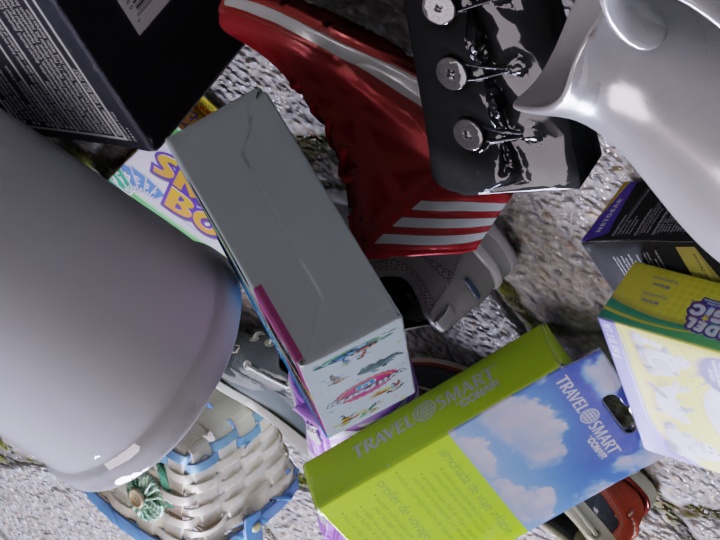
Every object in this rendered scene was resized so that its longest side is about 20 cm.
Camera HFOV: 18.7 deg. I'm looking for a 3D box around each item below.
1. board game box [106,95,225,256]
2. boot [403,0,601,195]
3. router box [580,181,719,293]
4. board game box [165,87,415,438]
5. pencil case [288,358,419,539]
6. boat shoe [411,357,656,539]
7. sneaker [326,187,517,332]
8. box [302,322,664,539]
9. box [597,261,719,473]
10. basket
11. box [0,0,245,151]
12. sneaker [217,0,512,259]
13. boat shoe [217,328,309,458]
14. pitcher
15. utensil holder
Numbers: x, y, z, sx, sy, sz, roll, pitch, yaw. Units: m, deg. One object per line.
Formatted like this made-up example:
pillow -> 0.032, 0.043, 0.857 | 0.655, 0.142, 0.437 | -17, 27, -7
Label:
board game box -> -0.115, -0.051, 1.475 | 0.096, 0.030, 0.200 | 42, 149, -7
boot -> 0.031, -0.136, 1.113 | 0.165, 0.066, 0.200 | 11, 134, 39
router box -> 0.233, 0.038, 1.176 | 0.157, 0.052, 0.200 | 0, 134, 49
board game box -> -0.034, 0.002, 1.217 | 0.148, 0.064, 0.200 | 60, 177, 15
pencil case -> 0.000, 0.115, 1.433 | 0.084, 0.086, 0.200 | 21, 151, 22
boat shoe -> 0.097, 0.125, 1.449 | 0.200, 0.063, 0.071 | 29, 152, 18
sneaker -> 0.000, 0.000, 1.356 | 0.200, 0.082, 0.075 | -1, 133, 49
box -> 0.079, 0.117, 1.357 | 0.122, 0.200, 0.048 | 51, -167, -41
box -> 0.228, 0.070, 1.124 | 0.200, 0.048, 0.117 | 14, 144, 36
basket -> -0.136, 0.157, 1.672 | 0.176, 0.139, 0.200 | 31, 145, 35
box -> -0.198, -0.186, 1.268 | 0.198, 0.123, 0.200 | 9, 141, 41
sneaker -> -0.009, -0.073, 1.211 | 0.200, 0.116, 0.078 | 29, -168, 18
boat shoe -> -0.058, 0.070, 1.569 | 0.200, 0.073, 0.062 | 38, 110, 14
pitcher -> 0.182, -0.069, 0.983 | 0.200, 0.121, 0.172 | 31, 170, 1
utensil holder -> -0.197, 0.011, 1.295 | 0.200, 0.170, 0.170 | 38, 156, -33
